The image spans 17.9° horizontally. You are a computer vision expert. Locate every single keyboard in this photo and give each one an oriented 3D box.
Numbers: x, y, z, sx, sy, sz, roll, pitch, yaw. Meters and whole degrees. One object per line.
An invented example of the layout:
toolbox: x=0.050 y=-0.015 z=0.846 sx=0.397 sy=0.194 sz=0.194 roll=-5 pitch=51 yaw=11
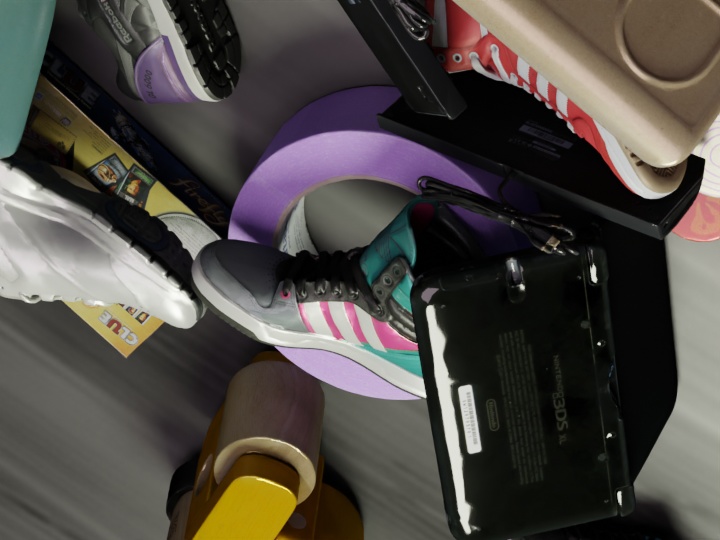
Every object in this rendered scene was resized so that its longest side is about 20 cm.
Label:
keyboard: x=0.000 y=-0.173 z=1.307 sx=0.021 sy=0.127 sz=0.201 roll=-38 pitch=105 yaw=-8
keyboard: x=0.098 y=-0.061 z=1.363 sx=0.199 sy=0.127 sz=0.021 roll=23 pitch=136 yaw=27

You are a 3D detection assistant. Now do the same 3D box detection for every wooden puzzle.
wooden puzzle: x=0.159 y=-0.188 z=1.294 sx=0.185 sy=0.046 sz=0.200 roll=39 pitch=80 yaw=-7

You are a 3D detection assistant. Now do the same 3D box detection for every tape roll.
tape roll: x=0.017 y=-0.016 z=1.485 sx=0.198 sy=0.066 sz=0.201 roll=8 pitch=122 yaw=13

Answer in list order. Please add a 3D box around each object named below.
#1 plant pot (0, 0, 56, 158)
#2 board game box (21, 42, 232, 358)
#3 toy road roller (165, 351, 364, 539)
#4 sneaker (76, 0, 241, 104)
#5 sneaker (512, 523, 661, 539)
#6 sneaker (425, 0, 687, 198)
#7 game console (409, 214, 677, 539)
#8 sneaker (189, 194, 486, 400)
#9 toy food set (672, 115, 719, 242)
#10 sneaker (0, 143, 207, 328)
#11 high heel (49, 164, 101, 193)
plant pot: x=-0.276 y=-0.185 z=1.404 sx=0.199 sy=0.201 sz=0.162 roll=24 pitch=105 yaw=3
board game box: x=-0.190 y=-0.049 z=1.552 sx=0.200 sy=0.035 sz=0.135 roll=43 pitch=124 yaw=-10
toy road roller: x=-0.053 y=0.171 z=1.597 sx=0.145 sy=0.123 sz=0.201 roll=21 pitch=129 yaw=-12
sneaker: x=-0.151 y=-0.191 z=1.430 sx=0.087 sy=0.076 sz=0.201 roll=-4 pitch=119 yaw=28
sneaker: x=0.170 y=0.203 z=1.578 sx=0.199 sy=0.073 sz=0.082 roll=33 pitch=109 yaw=-10
sneaker: x=0.110 y=-0.116 z=1.357 sx=0.112 sy=0.071 sz=0.201 roll=-35 pitch=77 yaw=42
game console: x=0.120 y=0.048 z=1.419 sx=0.174 sy=0.117 sz=0.201 roll=-12 pitch=121 yaw=-2
sneaker: x=0.000 y=0.000 z=1.408 sx=0.199 sy=0.084 sz=0.121 roll=20 pitch=130 yaw=-3
toy food set: x=0.266 y=-0.081 z=1.370 sx=0.196 sy=0.049 sz=0.201 roll=-6 pitch=119 yaw=22
sneaker: x=-0.189 y=-0.014 z=1.456 sx=0.199 sy=0.075 sz=0.088 roll=29 pitch=104 yaw=5
high heel: x=-0.240 y=-0.035 z=1.531 sx=0.199 sy=0.068 sz=0.096 roll=24 pitch=156 yaw=-12
